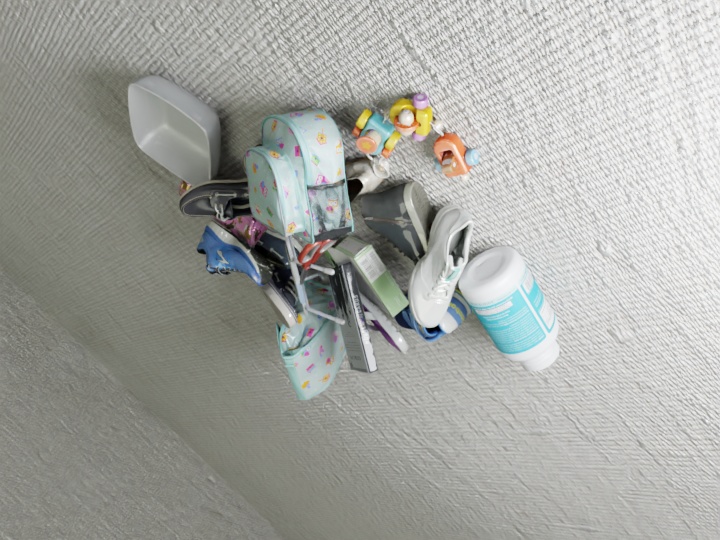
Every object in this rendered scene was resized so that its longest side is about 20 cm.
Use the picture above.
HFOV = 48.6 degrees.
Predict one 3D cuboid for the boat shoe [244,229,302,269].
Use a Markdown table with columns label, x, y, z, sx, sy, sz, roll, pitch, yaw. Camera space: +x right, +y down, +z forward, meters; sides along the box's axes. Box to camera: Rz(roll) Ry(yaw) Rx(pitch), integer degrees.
| label | x | y | z | sx | sy | sz | roll | pitch | yaw |
| --- | --- | --- | --- | --- | --- | --- | --- | --- | --- |
| boat shoe | -0.207 | -0.046 | 1.673 | 0.198 | 0.062 | 0.075 | 19 | 148 | 31 |

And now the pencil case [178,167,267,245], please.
| label | x | y | z | sx | sy | sz | roll | pitch | yaw |
| --- | --- | --- | --- | --- | --- | --- | --- | --- | --- |
| pencil case | -0.275 | -0.134 | 1.613 | 0.199 | 0.083 | 0.087 | 34 | 119 | 9 |

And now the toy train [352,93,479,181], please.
| label | x | y | z | sx | sy | sz | roll | pitch | yaw |
| --- | --- | --- | --- | --- | --- | --- | --- | --- | --- |
| toy train | 0.070 | -0.180 | 1.194 | 0.198 | 0.056 | 0.151 | -1 | 128 | 39 |

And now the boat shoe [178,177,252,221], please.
| label | x | y | z | sx | sy | sz | roll | pitch | yaw |
| --- | --- | --- | --- | --- | --- | --- | --- | --- | --- |
| boat shoe | -0.256 | -0.129 | 1.521 | 0.196 | 0.063 | 0.073 | -9 | 142 | 7 |

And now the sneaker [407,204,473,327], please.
| label | x | y | z | sx | sy | sz | roll | pitch | yaw |
| --- | --- | --- | --- | --- | --- | --- | --- | --- | --- |
| sneaker | 0.131 | 0.002 | 1.254 | 0.074 | 0.203 | 0.089 | 8 | -165 | -20 |

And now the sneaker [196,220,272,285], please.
| label | x | y | z | sx | sy | sz | roll | pitch | yaw |
| --- | --- | --- | --- | --- | --- | --- | --- | --- | --- |
| sneaker | -0.254 | -0.017 | 1.591 | 0.199 | 0.090 | 0.078 | 34 | 180 | 34 |

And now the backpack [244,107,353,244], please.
| label | x | y | z | sx | sy | sz | roll | pitch | yaw |
| --- | --- | --- | --- | --- | --- | --- | --- | --- | --- |
| backpack | -0.102 | -0.158 | 1.294 | 0.175 | 0.151 | 0.203 | 32 | 125 | 54 |

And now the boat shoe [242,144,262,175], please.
| label | x | y | z | sx | sy | sz | roll | pitch | yaw |
| --- | --- | --- | --- | --- | --- | --- | --- | --- | --- |
| boat shoe | -0.133 | -0.146 | 1.453 | 0.200 | 0.075 | 0.073 | 47 | 147 | -17 |

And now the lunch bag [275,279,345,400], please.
| label | x | y | z | sx | sy | sz | roll | pitch | yaw |
| --- | --- | --- | --- | --- | --- | --- | --- | --- | --- |
| lunch bag | -0.104 | 0.151 | 1.679 | 0.120 | 0.201 | 0.172 | 15 | 144 | 20 |

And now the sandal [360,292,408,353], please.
| label | x | y | z | sx | sy | sz | roll | pitch | yaw |
| --- | --- | --- | --- | --- | --- | --- | --- | --- | --- |
| sandal | 0.014 | 0.095 | 1.545 | 0.202 | 0.050 | 0.083 | 41 | 166 | 40 |

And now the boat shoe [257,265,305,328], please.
| label | x | y | z | sx | sy | sz | roll | pitch | yaw |
| --- | --- | --- | --- | --- | --- | --- | --- | --- | --- |
| boat shoe | -0.148 | 0.038 | 1.627 | 0.200 | 0.092 | 0.075 | 46 | 163 | 52 |

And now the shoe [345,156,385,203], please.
| label | x | y | z | sx | sy | sz | roll | pitch | yaw |
| --- | --- | --- | --- | --- | --- | --- | --- | --- | --- |
| shoe | -0.034 | -0.145 | 1.368 | 0.070 | 0.054 | 0.199 | 49 | 148 | -17 |

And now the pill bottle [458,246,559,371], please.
| label | x | y | z | sx | sy | sz | roll | pitch | yaw |
| --- | --- | --- | --- | --- | --- | --- | --- | --- | --- |
| pill bottle | 0.249 | 0.068 | 1.290 | 0.110 | 0.111 | 0.201 | -4 | 129 | 49 |

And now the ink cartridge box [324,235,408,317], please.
| label | x | y | z | sx | sy | sz | roll | pitch | yaw |
| --- | --- | --- | --- | --- | --- | --- | --- | --- | --- |
| ink cartridge box | 0.000 | 0.000 | 1.533 | 0.146 | 0.048 | 0.200 | 55 | 169 | -25 |

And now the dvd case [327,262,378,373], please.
| label | x | y | z | sx | sy | sz | roll | pitch | yaw |
| --- | --- | --- | --- | --- | --- | --- | --- | --- | --- |
| dvd case | -0.017 | 0.091 | 1.507 | 0.150 | 0.024 | 0.203 | 163 | 93 | -76 |

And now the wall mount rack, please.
| label | x | y | z | sx | sy | sz | roll | pitch | yaw |
| --- | --- | --- | --- | --- | --- | --- | --- | --- | --- |
| wall mount rack | -0.090 | 0.013 | 1.512 | 0.175 | 0.073 | 0.202 | -113 | 8 | -54 |

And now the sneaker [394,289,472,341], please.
| label | x | y | z | sx | sy | sz | roll | pitch | yaw |
| --- | --- | --- | --- | --- | --- | --- | --- | --- | --- |
| sneaker | 0.119 | 0.086 | 1.482 | 0.074 | 0.083 | 0.199 | 46 | 150 | -16 |

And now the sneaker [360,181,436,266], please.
| label | x | y | z | sx | sy | sz | roll | pitch | yaw |
| --- | --- | --- | --- | --- | --- | --- | --- | --- | --- |
| sneaker | 0.079 | -0.054 | 1.336 | 0.105 | 0.075 | 0.202 | -5 | 119 | 34 |

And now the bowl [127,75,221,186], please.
| label | x | y | z | sx | sy | sz | roll | pitch | yaw |
| --- | --- | --- | --- | --- | --- | --- | --- | --- | --- |
| bowl | -0.341 | -0.270 | 1.512 | 0.198 | 0.075 | 0.201 | 33 | 150 | 10 |

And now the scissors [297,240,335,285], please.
| label | x | y | z | sx | sy | sz | roll | pitch | yaw |
| --- | --- | --- | --- | --- | --- | --- | --- | --- | --- |
| scissors | -0.097 | -0.009 | 1.388 | 0.014 | 0.073 | 0.200 | 56 | 145 | 10 |
